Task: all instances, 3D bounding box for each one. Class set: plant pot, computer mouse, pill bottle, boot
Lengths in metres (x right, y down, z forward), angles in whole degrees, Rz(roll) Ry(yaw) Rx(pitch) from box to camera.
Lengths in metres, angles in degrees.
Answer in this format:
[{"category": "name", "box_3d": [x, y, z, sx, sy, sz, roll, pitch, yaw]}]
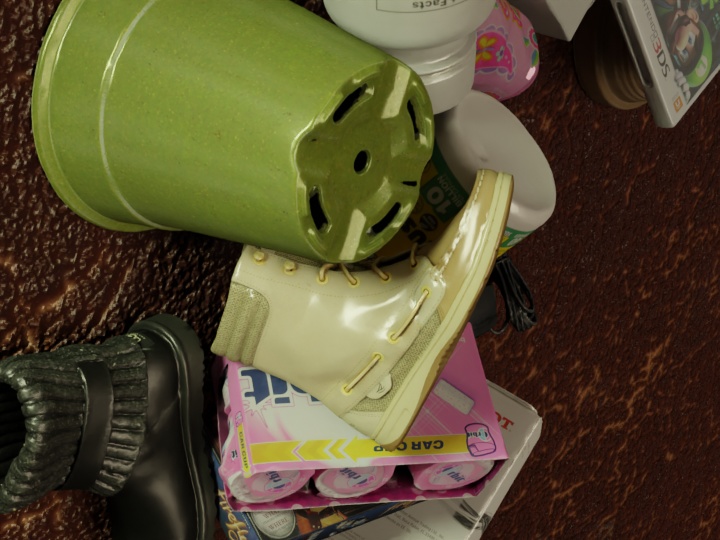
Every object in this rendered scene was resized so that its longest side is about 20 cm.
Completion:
[{"category": "plant pot", "box_3d": [0.295, -0.244, 1.273, 0.200, 0.092, 0.202, -29, 130, -41]}, {"category": "computer mouse", "box_3d": [0.063, 0.015, 1.104, 0.200, 0.053, 0.139, -27, 87, -35]}, {"category": "pill bottle", "box_3d": [0.031, -0.202, 0.837, 0.114, 0.114, 0.201, -39, 145, -32]}, {"category": "boot", "box_3d": [0.000, 0.000, 0.875, 0.201, 0.155, 0.073, -64, 176, 18]}, {"category": "plant pot", "box_3d": [-0.062, -0.090, 0.819, 0.200, 0.189, 0.201, -30, 131, -40]}, {"category": "boot", "box_3d": [-0.178, 0.139, 0.887, 0.158, 0.079, 0.212, -23, 116, -52]}, {"category": "pill bottle", "box_3d": [0.034, -0.031, 0.972, 0.200, 0.113, 0.113, -37, 159, 33]}]

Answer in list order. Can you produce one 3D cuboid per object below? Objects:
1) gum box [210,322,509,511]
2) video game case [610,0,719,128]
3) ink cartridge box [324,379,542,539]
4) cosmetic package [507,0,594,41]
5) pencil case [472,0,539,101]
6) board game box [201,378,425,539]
[{"category": "gum box", "box_3d": [-0.008, 0.101, 0.952, 0.199, 0.114, 0.066, 0, 145, -21]}, {"category": "video game case", "box_3d": [0.292, -0.258, 1.174, 0.200, 0.023, 0.182, -49, 129, -25]}, {"category": "ink cartridge box", "box_3d": [0.041, 0.177, 1.123, 0.200, 0.146, 0.086, -56, 162, -15]}, {"category": "cosmetic package", "box_3d": [0.129, -0.281, 1.059, 0.102, 0.074, 0.200, -60, 146, -10]}, {"category": "pencil case", "box_3d": [0.063, -0.194, 1.015, 0.200, 0.087, 0.088, 22, 91, -55]}, {"category": "board game box", "box_3d": [-0.038, 0.133, 1.015, 0.199, 0.136, 0.035, -11, 151, -46]}]
